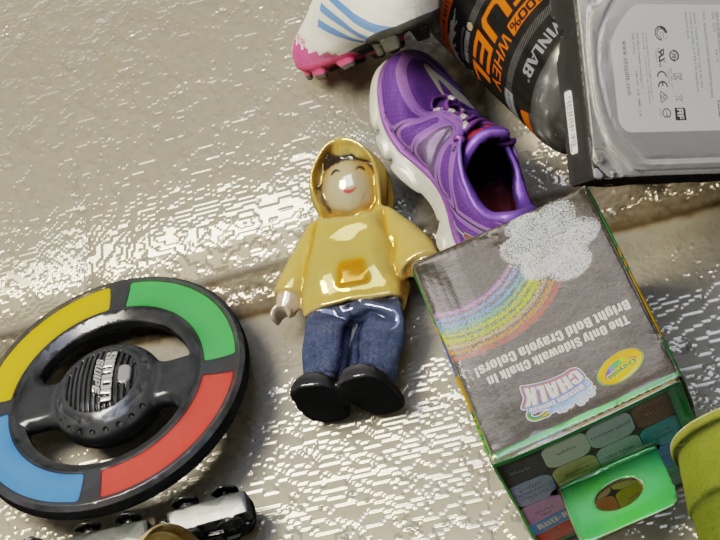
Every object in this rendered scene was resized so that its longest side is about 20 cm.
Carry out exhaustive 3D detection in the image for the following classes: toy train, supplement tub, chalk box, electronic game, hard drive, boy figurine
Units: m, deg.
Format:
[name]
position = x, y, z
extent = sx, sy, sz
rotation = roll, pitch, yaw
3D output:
[toy train]
position = -0.162, 0.181, 1.402
extent = 0.199, 0.046, 0.034
rotation = -16, 60, 8
[supplement tub]
position = 0.134, -0.160, 1.456
extent = 0.122, 0.123, 0.200
rotation = -38, 53, -5
[chalk box]
position = 0.130, 0.077, 1.308
extent = 0.124, 0.124, 0.200
rotation = -24, 55, 4
[electronic game]
position = -0.169, 0.083, 1.452
extent = 0.199, 0.042, 0.200
rotation = -13, 44, 13
[hard drive]
position = 0.218, -0.125, 1.357
extent = 0.199, 0.038, 0.140
rotation = -2, 84, -25
[boy figurine]
position = 0.000, 0.000, 1.444
extent = 0.124, 0.064, 0.200
rotation = -8, 59, 20

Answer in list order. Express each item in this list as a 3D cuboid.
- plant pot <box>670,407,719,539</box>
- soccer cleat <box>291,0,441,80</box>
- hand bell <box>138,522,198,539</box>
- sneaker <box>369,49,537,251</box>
[plant pot]
position = 0.275, 0.177, 1.158
extent = 0.200, 0.200, 0.193
rotation = -9, 68, 16
[soccer cleat]
position = -0.001, -0.188, 1.497
extent = 0.070, 0.200, 0.087
rotation = -21, 94, -22
[hand bell]
position = -0.196, 0.228, 1.376
extent = 0.200, 0.104, 0.104
rotation = -14, 54, 28
[sneaker]
position = 0.073, -0.082, 1.442
extent = 0.080, 0.084, 0.200
rotation = -10, 51, -26
